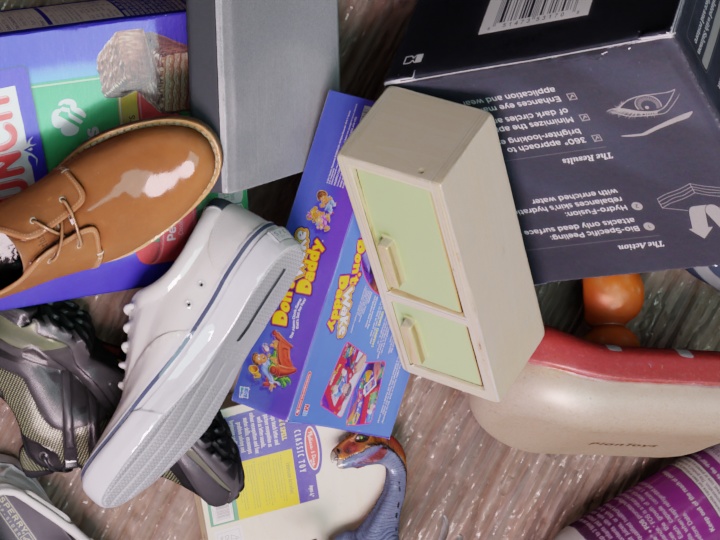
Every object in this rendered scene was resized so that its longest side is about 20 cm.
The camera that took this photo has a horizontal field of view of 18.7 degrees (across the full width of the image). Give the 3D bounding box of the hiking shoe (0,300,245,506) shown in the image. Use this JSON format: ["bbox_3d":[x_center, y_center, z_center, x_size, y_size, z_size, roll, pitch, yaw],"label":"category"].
[{"bbox_3d":[-0.167,0.097,1.395,0.200,0.076,0.101,37,108,-7],"label":"hiking shoe"}]

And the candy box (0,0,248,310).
[{"bbox_3d":[-0.175,-0.074,1.339,0.199,0.077,0.170,-9,107,-16],"label":"candy box"}]

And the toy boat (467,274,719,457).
[{"bbox_3d":[0.167,0.053,1.490,0.199,0.130,0.132,4,74,-21],"label":"toy boat"}]

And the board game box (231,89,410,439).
[{"bbox_3d":[0.000,0.000,1.386,0.134,0.045,0.201,18,90,-60],"label":"board game box"}]

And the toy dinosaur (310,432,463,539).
[{"bbox_3d":[-0.012,0.204,1.465,0.104,0.200,0.182,20,63,-10],"label":"toy dinosaur"}]

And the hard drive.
[{"bbox_3d":[-0.058,-0.157,1.316,0.139,0.033,0.201,-22,114,-59],"label":"hard drive"}]

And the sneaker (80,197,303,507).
[{"bbox_3d":[-0.114,0.048,1.326,0.201,0.071,0.073,-55,158,1],"label":"sneaker"}]

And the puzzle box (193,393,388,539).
[{"bbox_3d":[-0.042,0.170,1.485,0.132,0.025,0.201,-13,109,-15],"label":"puzzle box"}]

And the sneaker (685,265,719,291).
[{"bbox_3d":[0.296,0.003,1.526,0.199,0.082,0.070,27,96,-24],"label":"sneaker"}]

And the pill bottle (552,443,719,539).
[{"bbox_3d":[0.202,0.210,1.536,0.199,0.112,0.113,-29,113,-10],"label":"pill bottle"}]

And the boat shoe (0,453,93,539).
[{"bbox_3d":[-0.191,0.207,1.420,0.074,0.065,0.200,-42,114,-4],"label":"boat shoe"}]

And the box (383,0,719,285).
[{"bbox_3d":[0.154,-0.102,1.350,0.200,0.196,0.118,54,44,-38],"label":"box"}]

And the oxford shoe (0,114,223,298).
[{"bbox_3d":[-0.168,-0.025,1.253,0.199,0.071,0.072,-27,103,4],"label":"oxford shoe"}]

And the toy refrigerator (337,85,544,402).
[{"bbox_3d":[0.051,-0.011,1.344,0.070,0.076,0.201,-54,146,-29],"label":"toy refrigerator"}]
